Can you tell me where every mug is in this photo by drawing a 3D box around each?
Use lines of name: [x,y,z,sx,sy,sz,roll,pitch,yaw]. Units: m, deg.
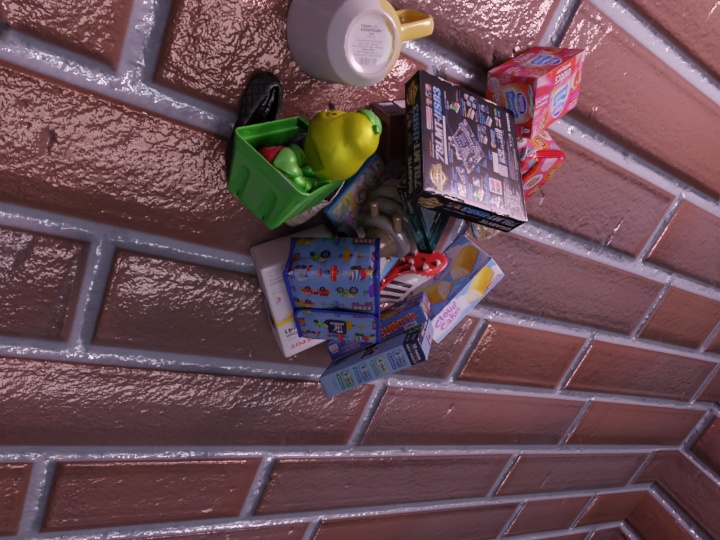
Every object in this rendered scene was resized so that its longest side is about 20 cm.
mug: [-0.002,-0.345,0.737,0.186,0.154,0.149,-44,128,3]

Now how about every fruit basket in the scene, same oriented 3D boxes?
fruit basket: [-0.071,-0.174,0.752,0.155,0.216,0.217,41,98,4]

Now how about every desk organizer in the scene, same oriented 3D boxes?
desk organizer: [0.119,-0.254,0.910,0.195,0.072,0.079,-13,127,-20]

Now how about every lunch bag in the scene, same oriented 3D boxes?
lunch bag: [-0.040,0.050,0.875,0.146,0.095,0.203,1,132,4]
lunch bag: [0.268,-0.173,0.975,0.174,0.083,0.200,-12,153,-42]

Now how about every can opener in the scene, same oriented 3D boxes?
can opener: [0.000,0.000,0.944,0.051,0.068,0.202,5,143,19]

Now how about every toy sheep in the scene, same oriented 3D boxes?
toy sheep: [0.072,-0.101,0.906,0.200,0.136,0.139,-48,132,-21]

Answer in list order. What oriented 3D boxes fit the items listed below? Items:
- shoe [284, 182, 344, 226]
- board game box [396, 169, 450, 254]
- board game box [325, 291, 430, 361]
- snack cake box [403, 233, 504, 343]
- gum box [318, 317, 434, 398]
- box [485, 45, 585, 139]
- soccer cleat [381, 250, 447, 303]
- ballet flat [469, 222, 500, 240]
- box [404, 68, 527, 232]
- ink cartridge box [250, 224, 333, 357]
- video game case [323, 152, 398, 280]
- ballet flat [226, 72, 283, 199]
shoe: [-0.067,-0.154,0.882,0.069,0.053,0.201,32,101,-37]
board game box: [0.125,-0.148,0.845,0.202,0.028,0.137,-59,141,-33]
board game box: [0.039,0.106,1.014,0.196,0.135,0.035,-25,93,13]
snack cake box: [0.188,0.037,1.096,0.200,0.115,0.067,-47,129,4]
gum box: [0.037,0.156,0.979,0.196,0.170,0.045,-25,94,15]
box: [0.305,-0.316,0.910,0.199,0.094,0.102,-36,135,-37]
soccer cleat: [0.087,0.021,1.068,0.196,0.069,0.086,-24,136,-9]
ballet flat: [0.204,-0.132,0.888,0.062,0.077,0.201,-6,142,23]
box: [0.157,-0.177,0.786,0.194,0.205,0.049,11,157,-27]
ink cartridge box: [-0.105,0.037,0.960,0.145,0.086,0.204,-21,125,-16]
video game case: [0.030,-0.094,0.971,0.144,0.018,0.201,-50,131,-14]
ballet flat: [-0.165,-0.201,0.800,0.065,0.057,0.204,4,117,-28]
